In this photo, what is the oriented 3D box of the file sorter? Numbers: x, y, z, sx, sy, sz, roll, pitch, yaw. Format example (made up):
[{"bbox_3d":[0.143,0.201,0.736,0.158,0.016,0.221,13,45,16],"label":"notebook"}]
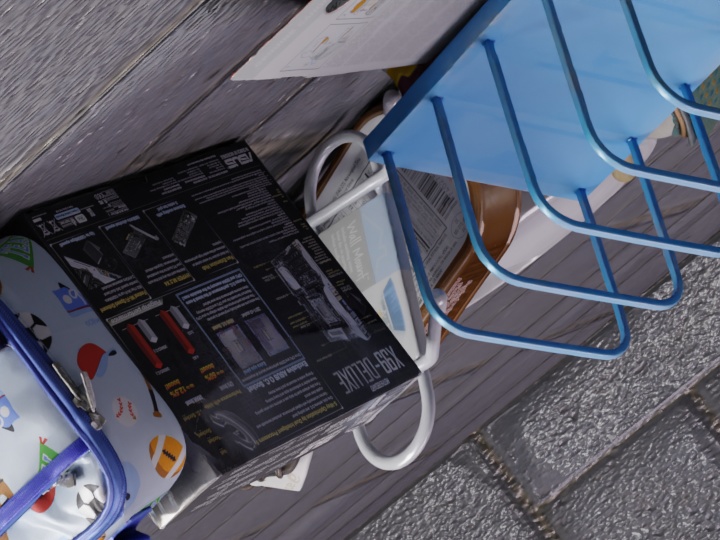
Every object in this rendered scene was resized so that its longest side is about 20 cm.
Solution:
[{"bbox_3d":[0.121,-0.062,1.437,0.139,0.123,0.200,10,141,-33],"label":"file sorter"}]

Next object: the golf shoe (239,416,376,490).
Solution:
[{"bbox_3d":[-0.078,0.097,1.697,0.200,0.095,0.078,-33,178,-13],"label":"golf shoe"}]

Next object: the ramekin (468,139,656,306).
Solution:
[{"bbox_3d":[0.078,-0.055,1.859,0.202,0.094,0.202,-37,171,-7],"label":"ramekin"}]

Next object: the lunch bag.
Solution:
[{"bbox_3d":[-0.178,0.089,1.387,0.200,0.160,0.076,-43,170,35],"label":"lunch bag"}]

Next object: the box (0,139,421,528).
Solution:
[{"bbox_3d":[-0.076,0.026,1.472,0.050,0.158,0.200,-43,170,31],"label":"box"}]

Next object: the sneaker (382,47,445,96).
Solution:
[{"bbox_3d":[0.088,-0.133,1.513,0.075,0.090,0.200,-30,169,-39],"label":"sneaker"}]

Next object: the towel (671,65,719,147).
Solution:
[{"bbox_3d":[0.178,-0.172,1.512,0.147,0.022,0.200,-58,149,-17],"label":"towel"}]

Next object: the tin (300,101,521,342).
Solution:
[{"bbox_3d":[0.019,-0.019,1.720,0.042,0.112,0.200,-15,149,-42],"label":"tin"}]

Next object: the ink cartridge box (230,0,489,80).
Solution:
[{"bbox_3d":[0.029,-0.154,1.354,0.162,0.050,0.200,-41,165,25],"label":"ink cartridge box"}]

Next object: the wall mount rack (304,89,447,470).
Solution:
[{"bbox_3d":[0.000,0.000,1.610,0.074,0.200,0.174,7,150,-41],"label":"wall mount rack"}]

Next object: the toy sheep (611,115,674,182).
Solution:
[{"bbox_3d":[0.142,-0.126,1.632,0.200,0.138,0.138,-51,176,-19],"label":"toy sheep"}]
